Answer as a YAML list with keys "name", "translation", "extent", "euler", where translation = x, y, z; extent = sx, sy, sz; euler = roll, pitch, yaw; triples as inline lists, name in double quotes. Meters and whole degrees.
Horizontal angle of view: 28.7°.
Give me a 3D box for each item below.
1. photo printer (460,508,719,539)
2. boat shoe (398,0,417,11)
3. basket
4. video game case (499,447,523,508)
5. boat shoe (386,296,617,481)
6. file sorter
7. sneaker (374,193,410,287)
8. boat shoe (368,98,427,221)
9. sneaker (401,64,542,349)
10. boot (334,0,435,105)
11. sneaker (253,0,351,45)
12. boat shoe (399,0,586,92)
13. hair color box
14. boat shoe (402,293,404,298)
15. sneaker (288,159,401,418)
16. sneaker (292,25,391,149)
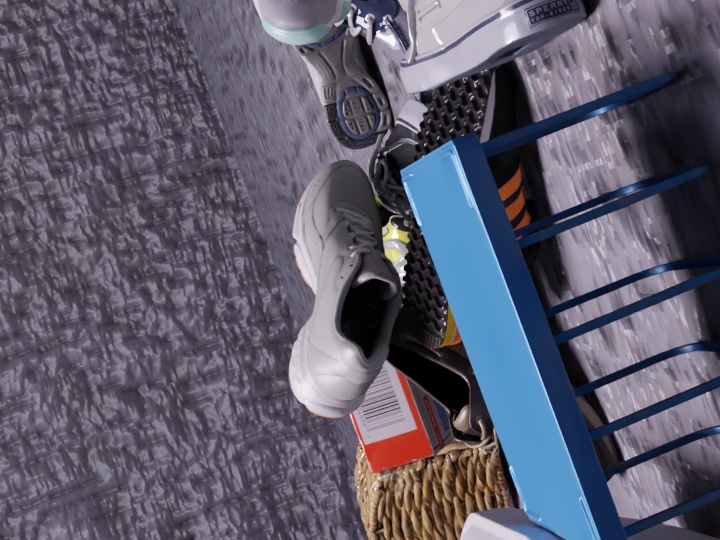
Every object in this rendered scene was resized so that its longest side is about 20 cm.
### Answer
- name: "photo printer"
  translation: [0.144, 0.180, 0.807]
  extent: [0.200, 0.165, 0.070]
  euler: [150, 127, -81]
- name: "boat shoe"
  translation: [0.026, -0.224, 0.895]
  extent: [0.200, 0.068, 0.075]
  euler: [89, 158, -68]
- name: "basket"
  translation: [0.065, 0.198, 1.348]
  extent: [0.150, 0.141, 0.201]
  euler: [-105, -1, -50]
- name: "video game case"
  translation: [0.182, 0.264, 1.245]
  extent: [0.200, 0.023, 0.184]
  euler: [-123, 15, -60]
- name: "boat shoe"
  translation: [0.093, 0.098, 1.019]
  extent: [0.200, 0.073, 0.075]
  euler: [39, 149, 16]
- name: "file sorter"
  translation: [0.119, 0.017, 0.700]
  extent: [0.139, 0.122, 0.202]
  euler: [167, 81, -81]
- name: "sneaker"
  translation: [0.022, -0.049, 1.389]
  extent: [0.200, 0.075, 0.077]
  euler: [35, 139, 57]
- name: "boat shoe"
  translation: [0.040, -0.078, 1.081]
  extent: [0.073, 0.068, 0.199]
  euler: [37, 174, -5]
- name: "sneaker"
  translation: [0.087, -0.046, 0.954]
  extent: [0.070, 0.089, 0.202]
  euler: [34, 120, 55]
- name: "boot"
  translation: [0.000, -0.198, 1.054]
  extent: [0.073, 0.090, 0.202]
  euler: [106, 143, -76]
- name: "sneaker"
  translation: [-0.036, -0.261, 0.913]
  extent: [0.140, 0.077, 0.202]
  euler: [76, -159, -66]
- name: "boat shoe"
  translation: [0.061, -0.160, 0.812]
  extent: [0.202, 0.074, 0.087]
  euler: [171, 80, -77]
- name: "hair color box"
  translation: [0.052, 0.081, 1.169]
  extent: [0.200, 0.063, 0.112]
  euler: [-27, -83, -66]
- name: "boat shoe"
  translation: [0.046, 0.073, 1.523]
  extent: [0.201, 0.060, 0.076]
  euler: [80, 166, -52]
- name: "sneaker"
  translation: [0.000, 0.000, 1.007]
  extent: [0.092, 0.075, 0.202]
  euler: [-43, 40, 51]
- name: "sneaker"
  translation: [-0.032, -0.212, 1.307]
  extent: [0.087, 0.074, 0.201]
  euler: [-116, 9, -62]
